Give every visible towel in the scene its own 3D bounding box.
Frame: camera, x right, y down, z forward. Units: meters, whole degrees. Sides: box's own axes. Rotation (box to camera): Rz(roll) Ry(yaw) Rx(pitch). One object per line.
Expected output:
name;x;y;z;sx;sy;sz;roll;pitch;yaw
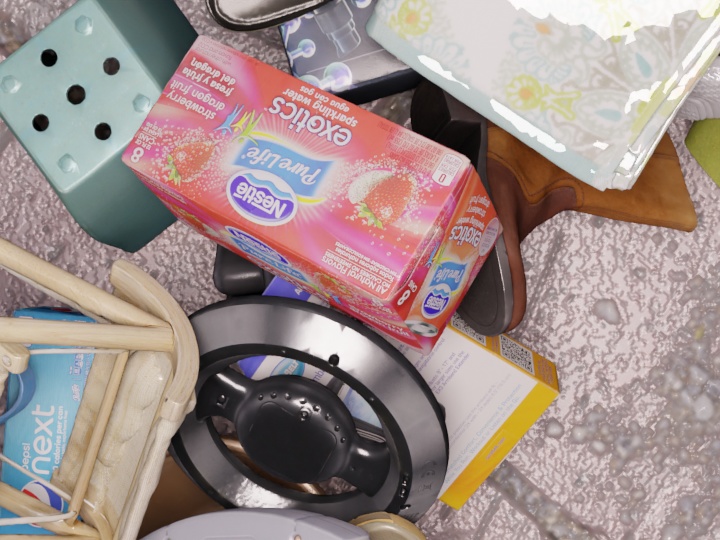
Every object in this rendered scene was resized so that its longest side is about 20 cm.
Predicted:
towel;0.124;-0.164;0.845;0.199;0.048;0.172;33;112;0

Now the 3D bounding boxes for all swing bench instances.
swing bench;-0.214;0.091;0.854;0.198;0.130;0.200;17;123;-12

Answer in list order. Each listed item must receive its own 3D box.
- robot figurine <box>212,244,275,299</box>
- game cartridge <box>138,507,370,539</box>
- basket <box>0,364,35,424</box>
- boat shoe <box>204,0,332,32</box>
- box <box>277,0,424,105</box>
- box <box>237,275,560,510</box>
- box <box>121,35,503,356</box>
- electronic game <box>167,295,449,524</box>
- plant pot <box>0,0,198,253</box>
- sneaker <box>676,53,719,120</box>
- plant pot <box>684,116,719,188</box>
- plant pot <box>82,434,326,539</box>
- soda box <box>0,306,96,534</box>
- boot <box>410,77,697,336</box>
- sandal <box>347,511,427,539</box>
robot figurine;0.000;0.000;0.965;0.198;0.150;0.126;-4;78;4
game cartridge;-0.070;0.218;0.872;0.199;0.041;0.135;-10;84;40
basket;-0.337;0.049;0.976;0.176;0.139;0.201;-34;82;19
boat shoe;-0.013;-0.215;0.883;0.200;0.063;0.074;-28;108;5
box;0.004;-0.227;0.971;0.147;0.107;0.202;-16;91;3
box;0.017;0.064;0.911;0.199;0.042;0.119;32;116;-12
box;-0.028;-0.045;0.816;0.199;0.100;0.096;28;79;24
electronic game;-0.040;0.099;0.875;0.198;0.042;0.202;10;127;13
plant pot;-0.165;-0.109;0.937;0.141;0.200;0.142;-37;89;3
sneaker;0.197;-0.175;0.938;0.199;0.075;0.115;22;83;45
plant pot;0.323;-0.122;0.930;0.187;0.187;0.200;47;108;2
plant pot;-0.101;0.216;0.992;0.199;0.093;0.203;0;90;3
soda box;-0.221;0.129;1.011;0.063;0.068;0.202;6;91;4
boot;0.138;-0.038;0.923;0.198;0.069;0.190;6;51;-29
sandal;-0.022;0.240;0.890;0.080;0.054;0.200;37;108;-17
